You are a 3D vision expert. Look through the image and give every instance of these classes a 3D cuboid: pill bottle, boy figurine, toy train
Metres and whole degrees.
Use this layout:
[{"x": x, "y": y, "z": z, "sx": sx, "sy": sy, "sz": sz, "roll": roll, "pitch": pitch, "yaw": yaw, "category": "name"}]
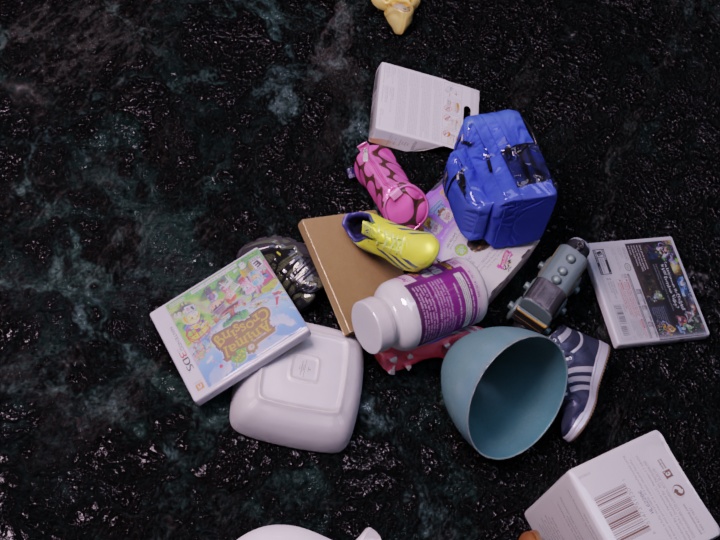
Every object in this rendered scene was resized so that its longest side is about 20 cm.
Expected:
[{"x": 0.089, "y": 0.057, "z": 1.561, "sx": 0.198, "sy": 0.113, "sz": 0.113, "roll": -19, "pitch": 66, "yaw": -29, "category": "pill bottle"}, {"x": 0.066, "y": -0.550, "z": 2.000, "sx": 0.123, "sy": 0.065, "sz": 0.202, "roll": 8, "pitch": 56, "yaw": -11, "category": "boy figurine"}, {"x": 0.318, "y": 0.030, "z": 1.693, "sx": 0.085, "sy": 0.114, "sz": 0.200, "roll": 36, "pitch": 60, "yaw": 9, "category": "toy train"}]

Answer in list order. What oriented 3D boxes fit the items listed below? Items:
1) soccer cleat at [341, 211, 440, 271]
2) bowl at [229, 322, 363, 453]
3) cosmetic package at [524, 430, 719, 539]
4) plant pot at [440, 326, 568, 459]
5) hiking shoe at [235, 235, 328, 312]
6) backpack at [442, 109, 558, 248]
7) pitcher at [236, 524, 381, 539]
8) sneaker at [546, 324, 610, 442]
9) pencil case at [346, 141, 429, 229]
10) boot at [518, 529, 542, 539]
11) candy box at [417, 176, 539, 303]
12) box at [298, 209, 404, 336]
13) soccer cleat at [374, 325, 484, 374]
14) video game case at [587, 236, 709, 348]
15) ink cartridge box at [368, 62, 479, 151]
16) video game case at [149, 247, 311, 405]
[{"x": 0.042, "y": -0.047, "z": 1.564, "sx": 0.083, "sy": 0.199, "sz": 0.065, "roll": 29, "pitch": 85, "yaw": -38, "category": "soccer cleat"}, {"x": -0.090, "y": 0.162, "z": 1.549, "sx": 0.197, "sy": 0.075, "sz": 0.202, "roll": 13, "pitch": 57, "yaw": -6, "category": "bowl"}, {"x": 0.368, "y": 0.363, "z": 1.463, "sx": 0.165, "sy": 0.201, "sz": 0.168, "roll": -19, "pitch": 66, "yaw": -21, "category": "cosmetic package"}, {"x": 0.199, "y": 0.168, "z": 1.563, "sx": 0.199, "sy": 0.202, "sz": 0.134, "roll": -27, "pitch": 33, "yaw": -25, "category": "plant pot"}, {"x": -0.104, "y": 0.011, "z": 1.630, "sx": 0.198, "sy": 0.076, "sz": 0.102, "roll": 10, "pitch": 55, "yaw": -8, "category": "hiking shoe"}, {"x": 0.219, "y": -0.162, "z": 1.671, "sx": 0.166, "sy": 0.163, "sz": 0.202, "roll": -7, "pitch": 61, "yaw": -14, "category": "backpack"}, {"x": -0.076, "y": 0.435, "z": 1.380, "sx": 0.198, "sy": 0.121, "sz": 0.174, "roll": 7, "pitch": 74, "yaw": -22, "category": "pitcher"}, {"x": 0.327, "y": 0.175, "z": 1.637, "sx": 0.108, "sy": 0.070, "sz": 0.201, "roll": 29, "pitch": 52, "yaw": -1, "category": "sneaker"}, {"x": 0.046, "y": -0.141, "z": 1.697, "sx": 0.090, "sy": 0.094, "sz": 0.200, "roll": -26, "pitch": 32, "yaw": -4, "category": "pencil case"}, {"x": 0.179, "y": 0.454, "z": 1.452, "sx": 0.153, "sy": 0.077, "sz": 0.202, "roll": 14, "pitch": 66, "yaw": 0, "category": "boot"}, {"x": 0.175, "y": -0.046, "z": 1.730, "sx": 0.200, "sy": 0.072, "sz": 0.168, "roll": 40, "pitch": 60, "yaw": 12, "category": "candy box"}, {"x": 0.000, "y": 0.000, "z": 1.634, "sx": 0.162, "sy": 0.021, "sz": 0.202, "roll": -10, "pitch": 70, "yaw": -41, "category": "box"}, {"x": 0.113, "y": 0.111, "z": 1.633, "sx": 0.198, "sy": 0.067, "sz": 0.077, "roll": -12, "pitch": 50, "yaw": -20, "category": "soccer cleat"}, {"x": 0.497, "y": 0.036, "z": 1.786, "sx": 0.180, "sy": 0.023, "sz": 0.202, "roll": -5, "pitch": 61, "yaw": -15, "category": "video game case"}, {"x": 0.118, "y": -0.288, "z": 1.878, "sx": 0.198, "sy": 0.050, "sz": 0.164, "roll": 15, "pitch": 58, "yaw": -14, "category": "ink cartridge box"}, {"x": -0.200, "y": 0.081, "z": 1.542, "sx": 0.199, "sy": 0.022, "sz": 0.183, "roll": -32, "pitch": 57, "yaw": -6, "category": "video game case"}]
